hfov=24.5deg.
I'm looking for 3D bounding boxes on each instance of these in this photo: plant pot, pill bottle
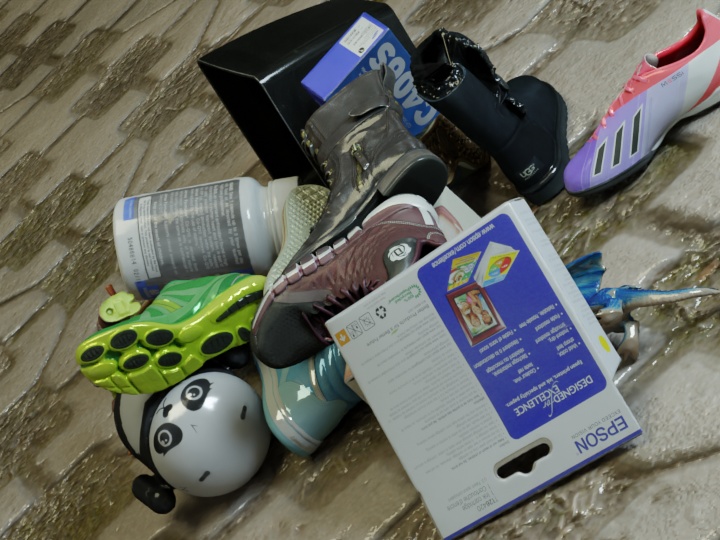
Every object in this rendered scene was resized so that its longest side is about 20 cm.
[{"bbox_3d":[-0.029,-0.191,1.805,0.177,0.200,0.199,-40,25,-12],"label":"plant pot"},{"bbox_3d":[-0.154,-0.038,1.773,0.199,0.114,0.114,-9,34,5],"label":"pill bottle"}]

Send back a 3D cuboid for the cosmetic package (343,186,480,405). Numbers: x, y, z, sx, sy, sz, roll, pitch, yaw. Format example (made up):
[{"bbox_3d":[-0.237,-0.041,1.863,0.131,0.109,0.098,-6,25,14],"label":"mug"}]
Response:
[{"bbox_3d":[0.057,0.032,1.468,0.103,0.087,0.200,-32,29,29],"label":"cosmetic package"}]

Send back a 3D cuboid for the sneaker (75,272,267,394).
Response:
[{"bbox_3d":[-0.174,0.057,1.554,0.200,0.074,0.084,-21,23,-24],"label":"sneaker"}]

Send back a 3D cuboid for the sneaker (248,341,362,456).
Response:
[{"bbox_3d":[-0.033,0.071,1.562,0.130,0.079,0.200,-40,36,17],"label":"sneaker"}]

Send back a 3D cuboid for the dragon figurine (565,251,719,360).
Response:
[{"bbox_3d":[0.185,0.027,1.313,0.200,0.059,0.100,-35,32,30],"label":"dragon figurine"}]

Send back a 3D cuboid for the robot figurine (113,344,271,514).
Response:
[{"bbox_3d":[-0.166,0.143,1.601,0.124,0.151,0.200,-15,16,-23],"label":"robot figurine"}]

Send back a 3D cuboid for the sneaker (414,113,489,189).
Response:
[{"bbox_3d":[0.056,-0.096,1.603,0.090,0.067,0.200,-34,1,23],"label":"sneaker"}]

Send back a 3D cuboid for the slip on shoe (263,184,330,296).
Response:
[{"bbox_3d":[-0.051,0.003,1.561,0.074,0.061,0.200,2,43,0],"label":"slip on shoe"}]

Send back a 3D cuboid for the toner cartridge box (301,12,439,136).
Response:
[{"bbox_3d":[0.030,-0.157,1.644,0.095,0.200,0.043,-47,49,-2],"label":"toner cartridge box"}]

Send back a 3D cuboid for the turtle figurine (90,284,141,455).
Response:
[{"bbox_3d":[-0.262,0.084,1.764,0.161,0.064,0.201,118,147,-61],"label":"turtle figurine"}]

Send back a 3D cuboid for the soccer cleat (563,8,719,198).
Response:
[{"bbox_3d":[0.246,-0.144,1.448,0.200,0.073,0.068,-39,27,15],"label":"soccer cleat"}]

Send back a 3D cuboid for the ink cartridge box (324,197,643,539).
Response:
[{"bbox_3d":[0.096,0.078,1.285,0.197,0.200,0.047,-34,-7,28],"label":"ink cartridge box"}]

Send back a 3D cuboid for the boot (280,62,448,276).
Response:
[{"bbox_3d":[-0.016,-0.080,1.509,0.200,0.069,0.174,-42,41,7],"label":"boot"}]

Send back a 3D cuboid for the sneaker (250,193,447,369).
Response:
[{"bbox_3d":[-0.005,0.025,1.393,0.200,0.076,0.116,-43,31,6],"label":"sneaker"}]

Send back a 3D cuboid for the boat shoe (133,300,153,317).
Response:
[{"bbox_3d":[-0.177,0.015,1.873,0.200,0.072,0.072,-44,12,5],"label":"boat shoe"}]

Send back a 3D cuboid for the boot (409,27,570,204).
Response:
[{"bbox_3d":[0.120,-0.170,1.565,0.076,0.168,0.200,-36,28,20],"label":"boot"}]
